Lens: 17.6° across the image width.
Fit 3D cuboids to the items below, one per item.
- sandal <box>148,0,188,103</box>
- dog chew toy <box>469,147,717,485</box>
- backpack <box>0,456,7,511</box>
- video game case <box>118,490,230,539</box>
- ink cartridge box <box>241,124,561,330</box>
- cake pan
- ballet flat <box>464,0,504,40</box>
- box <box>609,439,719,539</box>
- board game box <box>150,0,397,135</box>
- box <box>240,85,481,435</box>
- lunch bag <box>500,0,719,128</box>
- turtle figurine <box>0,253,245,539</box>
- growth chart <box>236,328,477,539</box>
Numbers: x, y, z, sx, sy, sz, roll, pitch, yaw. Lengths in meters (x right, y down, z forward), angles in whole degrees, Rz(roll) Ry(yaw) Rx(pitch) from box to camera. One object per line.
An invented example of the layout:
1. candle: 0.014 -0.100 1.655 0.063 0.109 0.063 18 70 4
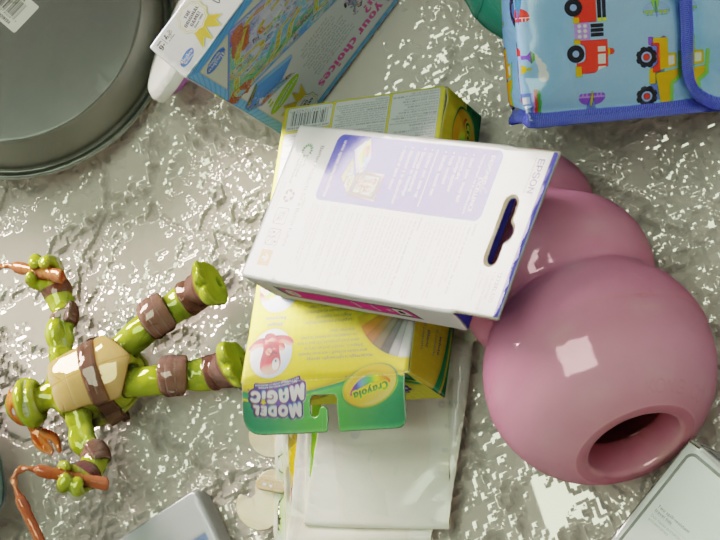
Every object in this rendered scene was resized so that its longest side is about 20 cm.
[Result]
1. sandal: -0.067 -0.188 1.415 0.050 0.082 0.203 27 88 -14
2. dog chew toy: 0.109 0.016 1.246 0.124 0.125 0.200 -34 52 14
3. backpack: -0.303 0.125 1.382 0.150 0.177 0.200 -18 74 26
4. video game case: -0.124 0.258 1.348 0.182 0.022 0.200 -34 65 15
5. ink cartridge box: 0.025 -0.024 1.241 0.200 0.037 0.095 8 73 48
6. cake pan: -0.217 -0.157 1.456 0.200 0.037 0.201 -2 74 6
7. ballet flat: 0.151 -0.195 1.315 0.200 0.067 0.070 -37 89 13
8. box: 0.160 0.202 1.204 0.117 0.060 0.200 40 96 28
9. board game box: -0.020 -0.180 1.346 0.034 0.134 0.200 40 95 28
10. box: 0.000 0.000 1.317 0.117 0.048 0.200 -5 64 34
11. lunch bag: 0.177 -0.159 1.249 0.199 0.094 0.151 -5 95 -2
12. turtle figurine: -0.148 0.069 1.384 0.161 0.064 0.200 -21 60 12
13. growth chart: 0.004 0.086 1.333 0.144 0.018 0.201 8 81 28
